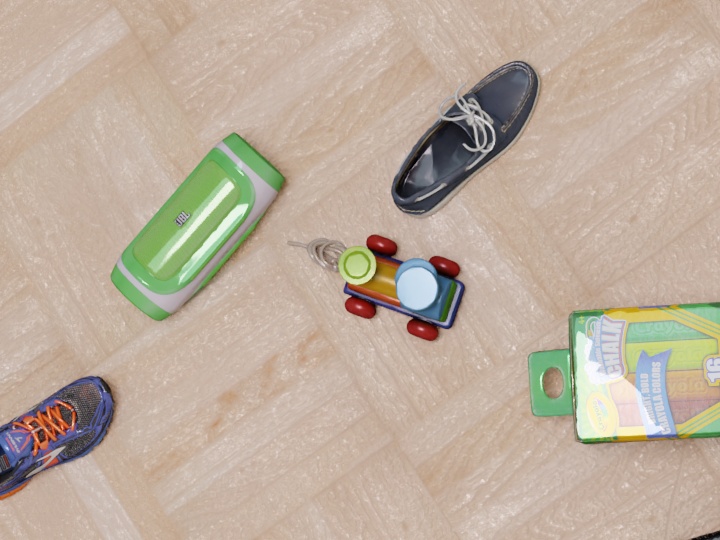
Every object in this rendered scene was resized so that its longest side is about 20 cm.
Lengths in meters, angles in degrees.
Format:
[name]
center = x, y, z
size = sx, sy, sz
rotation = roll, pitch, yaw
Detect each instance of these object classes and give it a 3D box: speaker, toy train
[speaker]
center = -0.170, -0.045, 1.468
size = 0.088, 0.088, 0.200
rotation = 42, 93, 14
[toy train]
center = 0.000, 0.000, 1.408
size = 0.198, 0.116, 0.086
rotation = 19, 87, 14

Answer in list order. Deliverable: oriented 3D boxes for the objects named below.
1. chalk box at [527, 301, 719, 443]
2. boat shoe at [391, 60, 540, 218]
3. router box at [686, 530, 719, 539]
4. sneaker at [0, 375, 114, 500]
[chalk box]
center = 0.258, 0.101, 1.336
size = 0.198, 0.124, 0.126
rotation = -5, 82, 11
[boat shoe]
center = 0.105, -0.139, 1.431
size = 0.200, 0.062, 0.075
rotation = -42, 75, 4
[router box]
center = 0.390, 0.337, 1.314
size = 0.148, 0.051, 0.202
rotation = -17, 80, 8
[sneaker]
center = -0.344, 0.181, 1.480
size = 0.199, 0.078, 0.076
rotation = -38, 78, 6
